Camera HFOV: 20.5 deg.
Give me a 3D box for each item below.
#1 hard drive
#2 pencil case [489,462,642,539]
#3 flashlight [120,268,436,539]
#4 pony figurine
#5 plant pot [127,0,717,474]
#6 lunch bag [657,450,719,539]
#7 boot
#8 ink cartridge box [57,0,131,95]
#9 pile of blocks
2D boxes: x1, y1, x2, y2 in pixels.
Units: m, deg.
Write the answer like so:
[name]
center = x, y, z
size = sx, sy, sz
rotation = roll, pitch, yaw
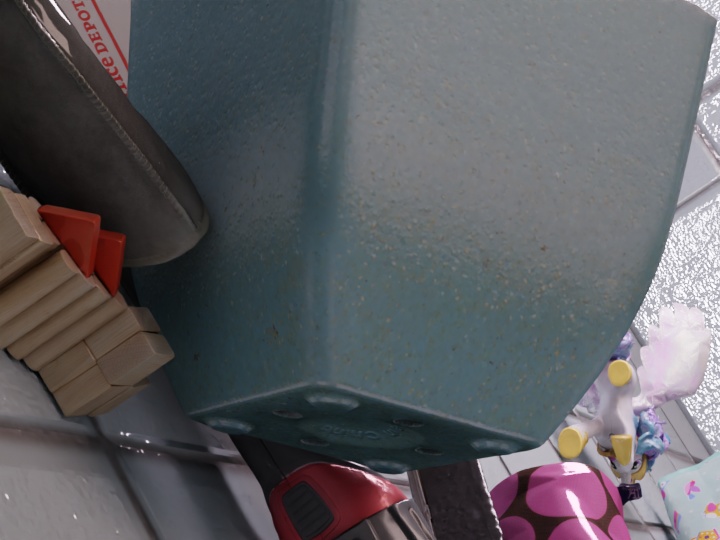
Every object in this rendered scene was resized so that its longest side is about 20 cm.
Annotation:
[hard drive]
center = 0.058, 0.167, 1.004
size = 0.200, 0.038, 0.140
rotation = -106, -176, -59
[pencil case]
center = 0.126, 0.192, 1.066
size = 0.200, 0.091, 0.094
rotation = -99, 164, -54
[flashlight]
center = -0.039, 0.067, 0.934
size = 0.200, 0.068, 0.068
rotation = 57, -29, 16
[pony figurine]
center = 0.238, 0.111, 1.878
size = 0.200, 0.166, 0.193
rotation = 40, 51, -66
[plant pot]
center = 0.013, -0.023, 0.858
size = 0.196, 0.196, 0.200
rotation = 17, 70, -30
[lunch bag]
center = 0.406, 0.306, 2.050
size = 0.200, 0.122, 0.170
rotation = 61, 6, -23
[boot]
center = -0.160, -0.097, 0.795
size = 0.182, 0.073, 0.200
rotation = 31, -15, 46
[ink cartridge box]
center = -0.091, -0.098, 1.008
size = 0.117, 0.200, 0.067
rotation = 62, -24, 26
[pile of blocks]
center = -0.135, -0.019, 0.765
size = 0.200, 0.062, 0.082
rotation = 47, 14, -43
